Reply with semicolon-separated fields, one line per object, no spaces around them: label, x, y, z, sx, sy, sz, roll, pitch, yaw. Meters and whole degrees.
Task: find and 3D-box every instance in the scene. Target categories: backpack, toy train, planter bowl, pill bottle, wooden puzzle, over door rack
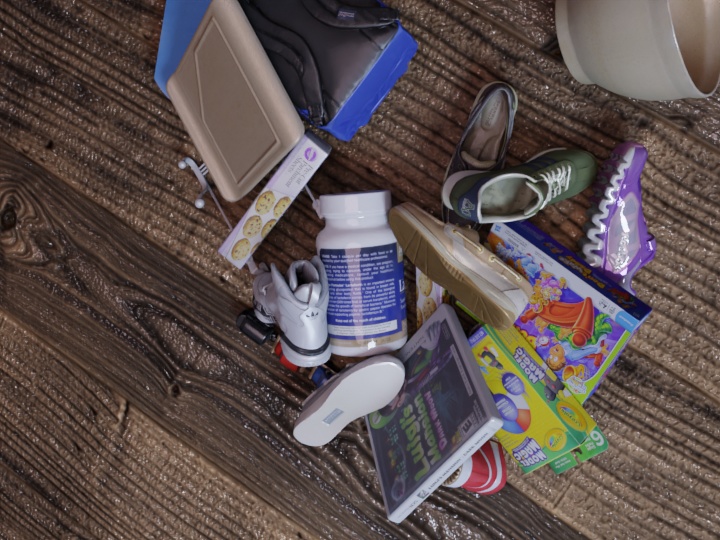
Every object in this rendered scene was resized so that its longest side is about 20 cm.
backpack;-0.052;-0.274;0.834;0.200;0.168;0.163;42;98;11
toy train;-0.095;0.119;0.978;0.198;0.046;0.034;34;106;7
planter bowl;0.295;-0.275;0.741;0.133;0.199;0.204;-5;99;42
pill bottle;0.000;0.000;0.894;0.113;0.116;0.204;-2;100;15
wooden puzzle;-0.155;-0.202;0.840;0.199;0.037;0.187;-27;91;52
over door rack;-0.147;-0.112;0.942;0.147;0.067;0.202;-35;89;19

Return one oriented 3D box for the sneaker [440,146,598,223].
sneaker;0.200;-0.092;0.800;0.196;0.090;0.068;-12;114;-9

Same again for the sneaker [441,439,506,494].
sneaker;0.105;0.218;0.878;0.111;0.200;0.072;23;97;-32

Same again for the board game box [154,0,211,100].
board game box;-0.192;-0.310;0.931;0.155;0.039;0.204;13;97;12

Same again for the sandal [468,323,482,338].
sandal;0.218;0.149;0.894;0.082;0.050;0.204;-40;87;18

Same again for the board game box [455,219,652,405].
board game box;0.223;0.042;0.825;0.199;0.044;0.136;40;129;25

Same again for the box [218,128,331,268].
box;-0.113;-0.090;0.888;0.041;0.039;0.200;38;111;-10

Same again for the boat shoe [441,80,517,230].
boat shoe;0.143;-0.136;0.858;0.072;0.065;0.204;15;104;11

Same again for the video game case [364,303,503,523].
video game case;0.074;0.165;0.828;0.023;0.201;0.182;28;115;-27

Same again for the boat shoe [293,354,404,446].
boat shoe;-0.015;0.158;0.902;0.071;0.069;0.200;29;126;-18

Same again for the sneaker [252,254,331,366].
sneaker;-0.089;0.024;0.885;0.074;0.200;0.117;-9;121;-23

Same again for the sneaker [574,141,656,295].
sneaker;0.315;-0.050;0.824;0.087;0.081;0.204;13;108;8

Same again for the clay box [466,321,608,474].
clay box;0.196;0.162;0.841;0.201;0.047;0.115;51;142;12

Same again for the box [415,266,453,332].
box;0.101;0.088;0.918;0.041;0.038;0.204;5;102;33

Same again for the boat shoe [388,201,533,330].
boat shoe;0.119;-0.017;0.821;0.069;0.074;0.200;-40;75;-22
